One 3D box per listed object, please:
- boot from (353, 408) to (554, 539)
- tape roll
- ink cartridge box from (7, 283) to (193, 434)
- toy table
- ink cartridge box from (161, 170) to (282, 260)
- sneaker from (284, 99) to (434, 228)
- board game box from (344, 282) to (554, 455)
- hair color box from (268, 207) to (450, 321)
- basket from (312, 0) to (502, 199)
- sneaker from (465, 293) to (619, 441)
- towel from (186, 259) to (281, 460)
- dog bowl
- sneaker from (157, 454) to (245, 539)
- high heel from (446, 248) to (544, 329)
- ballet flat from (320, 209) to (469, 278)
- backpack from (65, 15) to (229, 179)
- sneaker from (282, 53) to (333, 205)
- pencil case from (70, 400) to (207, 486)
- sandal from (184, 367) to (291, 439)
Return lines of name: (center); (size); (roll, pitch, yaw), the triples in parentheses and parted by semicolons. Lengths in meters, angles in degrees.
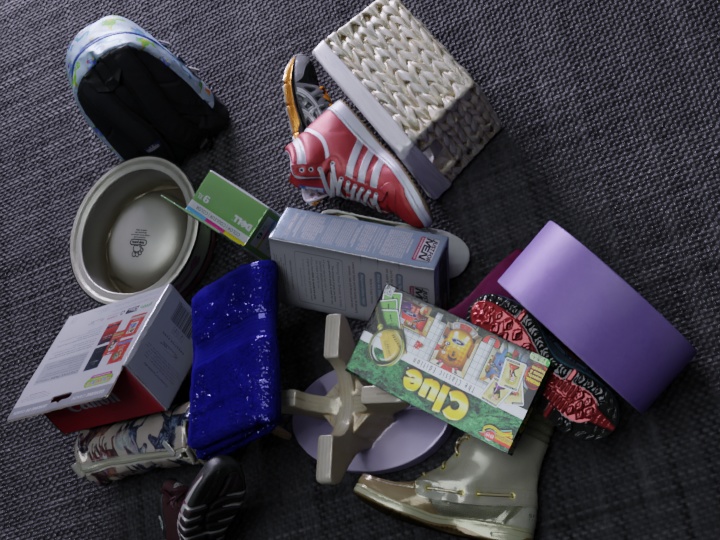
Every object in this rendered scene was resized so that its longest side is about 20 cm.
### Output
boot: (0.102, 0.201, 1.433); (0.197, 0.072, 0.157); (12, 77, 10)
tape roll: (0.238, 0.047, 1.357); (0.085, 0.200, 0.200); (-47, 59, 3)
ink cartridge box: (-0.302, 0.125, 1.603); (0.198, 0.084, 0.177); (-16, 36, 39)
toy table: (-0.007, 0.152, 1.495); (0.198, 0.117, 0.186); (-17, 66, 22)
ink cartridge box: (-0.136, -0.058, 1.581); (0.103, 0.200, 0.060); (33, 89, 31)
sneaker: (-0.008, -0.098, 1.552); (0.112, 0.071, 0.200); (-36, 62, -8)
board game box: (0.090, 0.100, 1.387); (0.198, 0.023, 0.106); (24, 88, 22)
hair color box: (0.000, 0.000, 1.524); (0.197, 0.100, 0.061); (12, 43, 17)
basket: (0.059, -0.209, 1.577); (0.123, 0.136, 0.201); (-40, 60, 5)
sneaker: (0.189, 0.107, 1.418); (0.079, 0.095, 0.200); (-47, 74, 7)
towel: (-0.146, 0.099, 1.507); (0.147, 0.049, 0.202); (-33, 51, 42)
dog bowl: (-0.273, -0.040, 1.720); (0.198, 0.074, 0.203); (-8, 70, 23)
sneaker: (-0.196, 0.262, 1.538); (0.116, 0.075, 0.202); (52, 135, 40)
high heel: (0.102, 0.036, 1.473); (0.197, 0.067, 0.097); (-7, 73, -17)
ballet flat: (0.030, -0.032, 1.568); (0.198, 0.069, 0.070); (14, 79, 29)
backpack: (-0.291, -0.230, 1.721); (0.162, 0.200, 0.155); (-35, 60, 12)
sneaker: (-0.048, -0.178, 1.660); (0.076, 0.078, 0.203); (-14, 70, 7)
pencil case: (-0.253, 0.208, 1.604); (0.198, 0.089, 0.079); (-15, 98, 32)
sandal: (-0.153, 0.126, 1.601); (0.210, 0.077, 0.070); (24, 86, 37)
